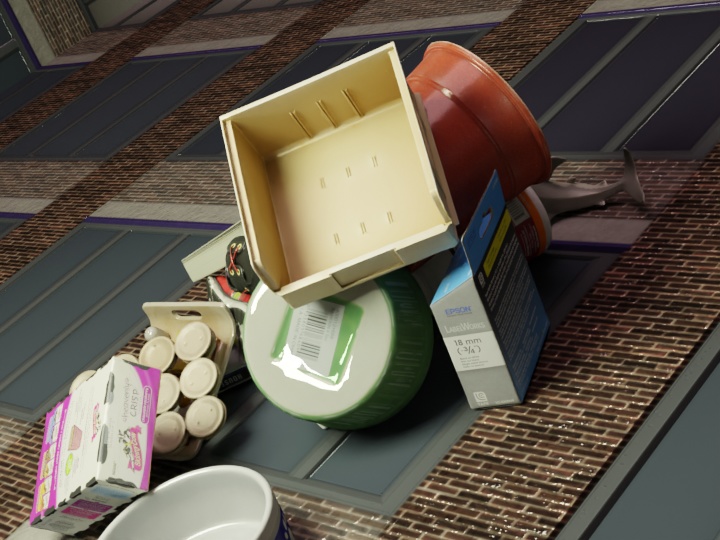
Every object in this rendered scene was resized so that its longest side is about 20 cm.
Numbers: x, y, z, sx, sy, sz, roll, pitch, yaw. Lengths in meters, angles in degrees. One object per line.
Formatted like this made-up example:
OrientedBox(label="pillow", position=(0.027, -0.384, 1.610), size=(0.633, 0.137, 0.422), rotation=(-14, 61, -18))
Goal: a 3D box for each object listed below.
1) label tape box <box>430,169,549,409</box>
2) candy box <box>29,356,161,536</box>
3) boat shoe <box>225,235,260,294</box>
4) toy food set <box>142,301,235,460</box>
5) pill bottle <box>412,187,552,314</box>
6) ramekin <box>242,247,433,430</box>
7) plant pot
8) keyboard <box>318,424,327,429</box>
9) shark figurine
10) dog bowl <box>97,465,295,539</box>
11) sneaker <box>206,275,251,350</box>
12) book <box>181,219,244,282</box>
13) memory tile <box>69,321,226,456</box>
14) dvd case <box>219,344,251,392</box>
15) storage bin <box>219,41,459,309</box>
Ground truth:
OrientedBox(label="label tape box", position=(0.128, 0.020, 1.405), size=(0.063, 0.202, 0.145), rotation=(-9, 29, 27))
OrientedBox(label="candy box", position=(-0.286, 0.193, 1.444), size=(0.200, 0.060, 0.138), rotation=(-36, 44, 50))
OrientedBox(label="boat shoe", position=(-0.127, -0.004, 1.558), size=(0.062, 0.075, 0.201), rotation=(7, -3, -8))
OrientedBox(label="toy food set", position=(-0.239, 0.131, 1.601), size=(0.142, 0.060, 0.202), rotation=(-2, 61, 37))
OrientedBox(label="pill bottle", position=(0.121, -0.023, 1.595), size=(0.199, 0.114, 0.113), rotation=(-33, 27, -18))
OrientedBox(label="ramekin", position=(-0.029, 0.070, 1.429), size=(0.198, 0.203, 0.098), rotation=(-14, -9, 20))
OrientedBox(label="plant pot", position=(0.074, -0.113, 1.492), size=(0.195, 0.202, 0.200), rotation=(-42, 29, -13))
OrientedBox(label="keyboard", position=(-0.062, 0.133, 1.575), size=(0.056, 0.011, 0.200), rotation=(-32, 26, -15))
OrientedBox(label="shark figurine", position=(0.251, -0.084, 1.673), size=(0.212, 0.129, 0.090), rotation=(5, 60, 17))
OrientedBox(label="dog bowl", position=(-0.161, 0.283, 1.298), size=(0.198, 0.079, 0.201), rotation=(-20, 26, 10))
OrientedBox(label="sneaker", position=(-0.134, 0.052, 1.673), size=(0.084, 0.078, 0.200), rotation=(-15, 23, -24))
OrientedBox(label="book", position=(-0.118, -0.057, 1.712), size=(0.199, 0.048, 0.133), rotation=(-29, 3, 32))
OrientedBox(label="memory tile", position=(-0.248, 0.154, 1.552), size=(0.198, 0.017, 0.155), rotation=(-25, 56, 14))
OrientedBox(label="dvd case", position=(-0.191, 0.113, 1.702), size=(0.198, 0.025, 0.151), rotation=(-24, 25, 6))
OrientedBox(label="storage bin", position=(-0.020, -0.092, 1.359), size=(0.198, 0.094, 0.200), rotation=(-21, 60, 11))
